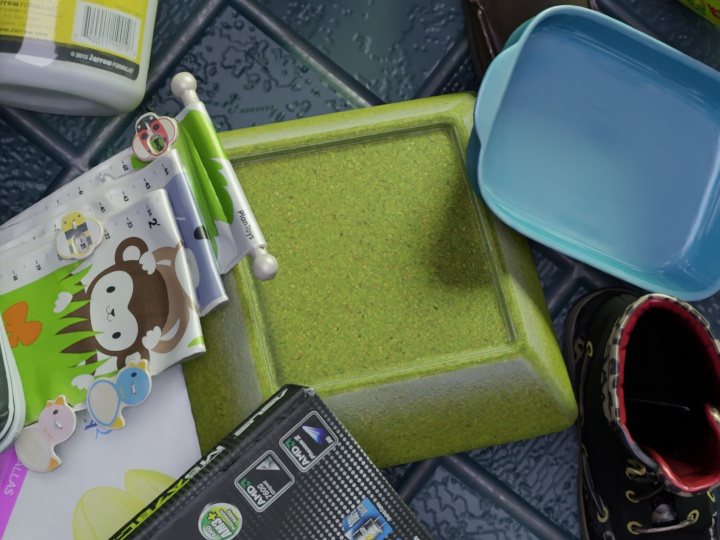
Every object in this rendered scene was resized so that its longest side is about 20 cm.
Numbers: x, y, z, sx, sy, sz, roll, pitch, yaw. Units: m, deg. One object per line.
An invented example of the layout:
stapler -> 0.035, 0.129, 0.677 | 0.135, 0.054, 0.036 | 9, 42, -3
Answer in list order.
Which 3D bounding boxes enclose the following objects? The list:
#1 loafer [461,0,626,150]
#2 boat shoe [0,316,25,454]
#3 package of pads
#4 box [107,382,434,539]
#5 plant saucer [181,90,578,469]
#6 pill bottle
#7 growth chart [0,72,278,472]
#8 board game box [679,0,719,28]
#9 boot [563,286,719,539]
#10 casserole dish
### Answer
loafer -> 0.087, -0.148, 1.119 | 0.073, 0.071, 0.201 | -24, 89, -5
boat shoe -> -0.215, -0.004, 1.027 | 0.072, 0.071, 0.201 | -25, 70, -6
package of pads -> -0.137, 0.129, 1.088 | 0.154, 0.068, 0.201 | 20, 85, -1
box -> -0.041, 0.190, 0.997 | 0.193, 0.047, 0.200 | -40, 101, -15
plant saucer -> 0.000, 0.000, 1.076 | 0.198, 0.048, 0.201 | -11, 70, -13
pill bottle -> -0.155, -0.188, 1.091 | 0.111, 0.112, 0.201 | 8, 85, -2
growth chart -> -0.136, 0.009, 1.052 | 0.199, 0.018, 0.145 | -34, 65, 5
board game box -> 0.208, -0.180, 1.096 | 0.102, 0.048, 0.200 | -47, 60, -5
boot -> 0.155, 0.103, 1.064 | 0.073, 0.151, 0.201 | -9, 86, -4
casserole dish -> 0.133, -0.061, 1.092 | 0.199, 0.039, 0.122 | 22, 87, -28
